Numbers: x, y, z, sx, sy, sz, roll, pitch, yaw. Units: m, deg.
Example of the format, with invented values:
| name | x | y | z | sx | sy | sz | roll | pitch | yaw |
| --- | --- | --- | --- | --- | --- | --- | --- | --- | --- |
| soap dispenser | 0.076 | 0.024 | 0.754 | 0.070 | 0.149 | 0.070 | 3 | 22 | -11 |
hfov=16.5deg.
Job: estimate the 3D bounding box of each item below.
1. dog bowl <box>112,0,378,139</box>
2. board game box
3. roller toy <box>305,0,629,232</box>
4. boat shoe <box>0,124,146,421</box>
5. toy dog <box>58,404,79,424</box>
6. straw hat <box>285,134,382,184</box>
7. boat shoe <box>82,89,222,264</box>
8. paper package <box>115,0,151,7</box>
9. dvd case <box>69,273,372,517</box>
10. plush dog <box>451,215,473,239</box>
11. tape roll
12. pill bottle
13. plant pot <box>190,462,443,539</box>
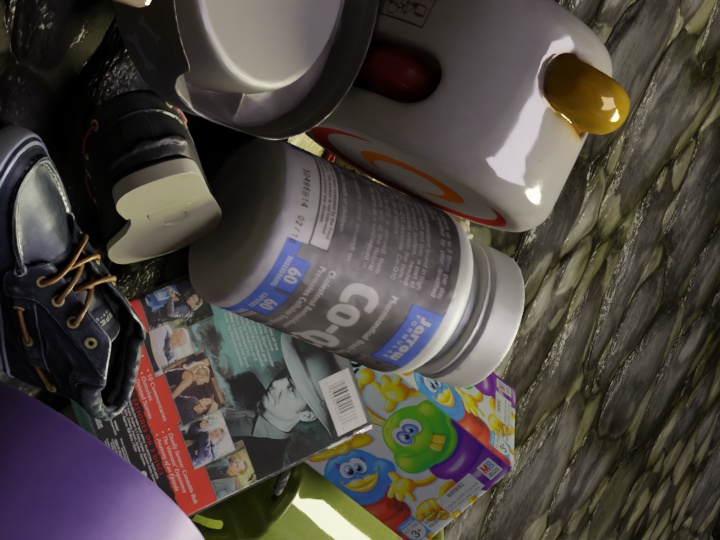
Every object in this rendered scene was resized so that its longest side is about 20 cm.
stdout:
| name | x | y | z | sx | sy | sz | roll | pitch | yaw |
| --- | --- | --- | --- | --- | --- | --- | --- | --- | --- |
| dog bowl | -0.067 | -0.176 | 1.428 | 0.200 | 0.059 | 0.201 | -11 | 103 | -54 |
| board game box | 0.004 | 0.082 | 1.761 | 0.103 | 0.200 | 0.105 | -43 | -161 | 24 |
| roller toy | 0.060 | -0.121 | 1.564 | 0.140 | 0.182 | 0.200 | -64 | -165 | -6 |
| boat shoe | -0.171 | 0.003 | 1.434 | 0.071 | 0.091 | 0.200 | -51 | 158 | -33 |
| toy dog | -0.142 | 0.138 | 1.682 | 0.132 | 0.096 | 0.200 | -58 | 161 | -15 |
| straw hat | -0.004 | -0.075 | 1.709 | 0.201 | 0.085 | 0.201 | -59 | 179 | -1 |
| boat shoe | -0.128 | -0.053 | 1.505 | 0.074 | 0.063 | 0.201 | -20 | 166 | -8 |
| paper package | -0.141 | -0.241 | 1.176 | 0.191 | 0.103 | 0.200 | -64 | 161 | 2 |
| dvd case | -0.094 | 0.072 | 1.612 | 0.200 | 0.022 | 0.146 | -24 | 98 | -32 |
| plush dog | 0.058 | -0.114 | 1.875 | 0.200 | 0.160 | 0.172 | -42 | -159 | 53 |
| tape roll | -0.190 | 0.143 | 1.401 | 0.085 | 0.200 | 0.200 | -56 | 160 | -21 |
| pill bottle | 0.000 | 0.000 | 1.601 | 0.200 | 0.114 | 0.114 | 23 | 95 | -28 |
| plant pot | -0.064 | 0.178 | 1.854 | 0.200 | 0.200 | 0.190 | -59 | 148 | -12 |
